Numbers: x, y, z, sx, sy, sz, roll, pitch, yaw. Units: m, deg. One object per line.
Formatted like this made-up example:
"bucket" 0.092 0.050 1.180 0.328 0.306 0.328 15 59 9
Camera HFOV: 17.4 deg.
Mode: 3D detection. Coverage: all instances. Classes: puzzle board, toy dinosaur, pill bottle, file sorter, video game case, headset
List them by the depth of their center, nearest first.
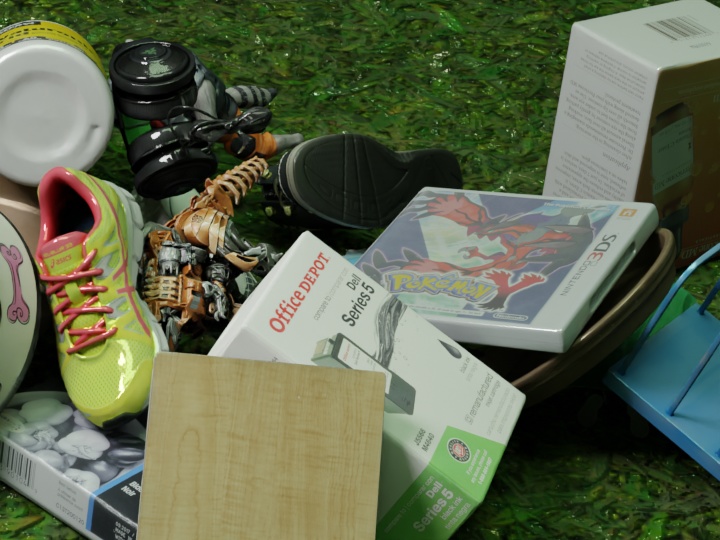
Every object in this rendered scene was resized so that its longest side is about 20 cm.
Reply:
"puzzle board" -0.065 0.156 1.491 0.150 0.017 0.200 6 74 -6
"file sorter" 0.307 0.077 1.687 0.200 0.123 0.139 40 39 16
"toy dinosaur" -0.104 -0.004 1.718 0.136 0.200 0.102 39 -19 -21
"video game case" 0.096 -0.005 1.739 0.200 0.023 0.182 5 33 29
"headset" -0.136 -0.116 1.784 0.094 0.124 0.200 -15 12 -17
"pill bottle" -0.251 -0.136 1.831 0.111 0.112 0.200 3 12 -10

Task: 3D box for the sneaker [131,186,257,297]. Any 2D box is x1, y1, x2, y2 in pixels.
"sneaker" -0.136 -0.022 1.873 0.080 0.076 0.200 15 25 -26

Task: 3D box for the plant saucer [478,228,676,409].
"plant saucer" 0.158 0.042 1.741 0.029 0.200 0.200 51 33 -7

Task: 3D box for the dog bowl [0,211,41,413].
"dog bowl" -0.321 0.028 1.590 0.200 0.200 0.074 22 -6 24

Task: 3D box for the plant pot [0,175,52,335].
"plant pot" -0.294 0.007 1.743 0.200 0.093 0.201 6 30 -4

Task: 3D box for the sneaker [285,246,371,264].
"sneaker" 0.000 0.000 1.844 0.130 0.080 0.200 17 30 13

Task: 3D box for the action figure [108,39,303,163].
"action figure" -0.154 -0.145 1.969 0.200 0.105 0.193 29 -2 31

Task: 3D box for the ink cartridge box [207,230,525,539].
"ink cartridge box" -0.001 0.087 1.607 0.200 0.084 0.146 37 32 -4

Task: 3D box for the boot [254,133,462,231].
"boot" -0.033 -0.063 1.878 0.154 0.074 0.203 -5 -3 39

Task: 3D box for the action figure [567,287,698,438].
"action figure" 0.217 0.055 1.825 0.118 0.055 0.200 14 34 13

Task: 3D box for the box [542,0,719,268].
"box" 0.250 -0.110 1.975 0.152 0.200 0.106 -16 36 -36

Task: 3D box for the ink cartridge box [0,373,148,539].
"ink cartridge box" -0.134 0.123 1.630 0.198 0.043 0.200 28 34 31

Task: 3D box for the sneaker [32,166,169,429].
"sneaker" -0.190 0.015 1.614 0.078 0.090 0.200 -23 58 14
